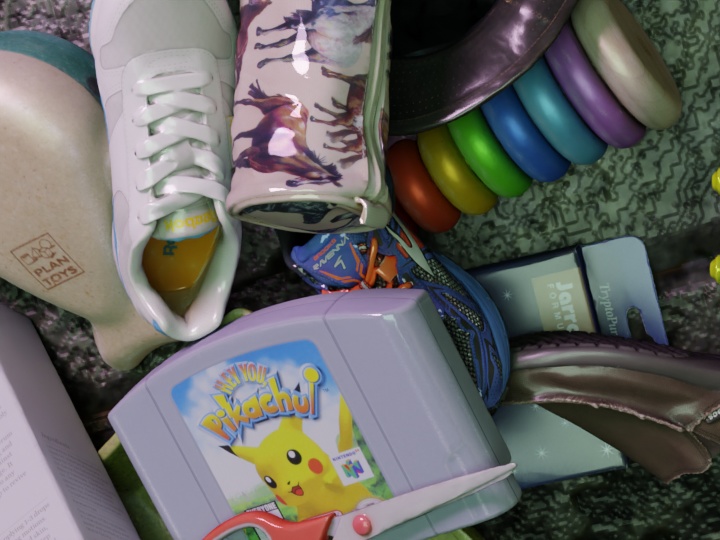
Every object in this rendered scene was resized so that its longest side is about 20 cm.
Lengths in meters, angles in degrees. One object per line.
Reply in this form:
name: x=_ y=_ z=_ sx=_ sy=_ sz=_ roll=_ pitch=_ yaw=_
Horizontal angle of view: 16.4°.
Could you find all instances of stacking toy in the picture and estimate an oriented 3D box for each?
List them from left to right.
stacking toy: x=0.065 y=-0.062 z=1.302 sx=0.200 sy=0.085 sz=0.085 roll=-34 pitch=90 yaw=17

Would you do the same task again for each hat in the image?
hat: x=0.039 y=-0.153 z=1.282 sx=0.200 sy=0.081 sz=0.201 roll=-5 pitch=72 yaw=17

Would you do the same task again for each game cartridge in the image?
game cartridge: x=-0.030 y=0.084 z=1.247 sx=0.200 sy=0.040 sz=0.133 roll=-21 pitch=98 yaw=34

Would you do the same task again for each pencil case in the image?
pencil case: x=-0.017 y=-0.110 z=1.199 sx=0.089 sy=0.078 sz=0.200 roll=-12 pitch=67 yaw=40

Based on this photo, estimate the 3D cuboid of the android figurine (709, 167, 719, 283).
android figurine: x=0.274 y=-0.022 z=1.240 sx=0.200 sy=0.041 sz=0.182 roll=2 pitch=81 yaw=14

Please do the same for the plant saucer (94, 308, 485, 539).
plant saucer: x=-0.039 y=0.136 z=1.325 sx=0.200 sy=0.048 sz=0.200 roll=46 pitch=125 yaw=1

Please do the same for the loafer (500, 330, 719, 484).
loafer: x=0.158 y=0.075 z=1.277 sx=0.200 sy=0.073 sz=0.071 roll=8 pitch=93 yaw=-7

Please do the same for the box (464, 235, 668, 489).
box: x=0.066 y=0.059 z=1.335 sx=0.200 sy=0.032 sz=0.121 roll=-13 pitch=94 yaw=10

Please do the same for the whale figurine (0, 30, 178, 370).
whale figurine: x=-0.156 y=-0.042 z=1.336 sx=0.159 sy=0.104 sz=0.200 roll=-26 pitch=115 yaw=32

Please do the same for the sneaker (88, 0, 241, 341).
sneaker: x=-0.088 y=-0.061 z=1.222 sx=0.076 sy=0.081 sz=0.200 roll=-10 pitch=125 yaw=-10

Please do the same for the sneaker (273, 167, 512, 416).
sneaker: x=0.000 y=0.000 z=1.251 sx=0.075 sy=0.078 sz=0.200 roll=-44 pitch=72 yaw=20

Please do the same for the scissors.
scissors: x=-0.011 y=0.123 z=1.224 sx=0.200 sy=0.014 sz=0.073 roll=-42 pitch=79 yaw=31

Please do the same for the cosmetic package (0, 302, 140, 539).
cosmetic package: x=-0.194 y=0.115 z=1.315 sx=0.101 sy=0.071 sz=0.200 roll=-39 pitch=56 yaw=12
